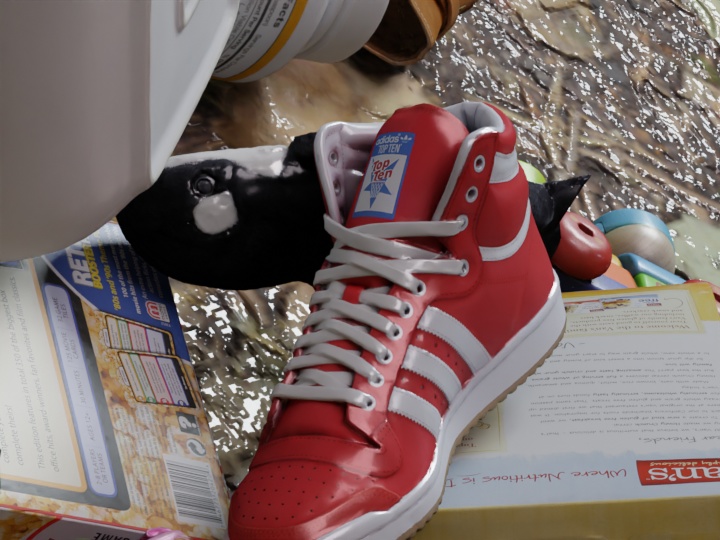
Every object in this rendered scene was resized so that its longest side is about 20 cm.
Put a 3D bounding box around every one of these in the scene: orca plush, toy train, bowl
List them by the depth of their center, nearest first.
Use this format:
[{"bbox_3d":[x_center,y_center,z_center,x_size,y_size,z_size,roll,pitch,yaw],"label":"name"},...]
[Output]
[{"bbox_3d":[-0.091,-0.116,1.040,0.074,0.200,0.200,10,36,9],"label":"bowl"},{"bbox_3d":[0.000,0.000,1.134,0.199,0.105,0.071,9,67,-45],"label":"orca plush"},{"bbox_3d":[0.064,-0.009,1.275,0.199,0.085,0.116,26,27,-21],"label":"toy train"}]

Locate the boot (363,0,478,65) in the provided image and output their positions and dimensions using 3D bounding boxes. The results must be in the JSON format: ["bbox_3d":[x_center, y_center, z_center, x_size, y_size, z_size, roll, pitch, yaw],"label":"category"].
[{"bbox_3d":[-0.019,-0.191,1.395,0.200,0.074,0.155,36,35,-7],"label":"boot"}]

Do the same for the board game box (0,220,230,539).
[{"bbox_3d":[-0.148,0.036,1.040,0.199,0.046,0.152,14,42,-35],"label":"board game box"}]

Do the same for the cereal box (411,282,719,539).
[{"bbox_3d":[0.072,0.061,1.122,0.143,0.040,0.200,-3,22,2],"label":"cereal box"}]

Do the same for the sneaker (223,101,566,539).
[{"bbox_3d":[0.004,0.016,1.031,0.200,0.071,0.113,-48,133,-47],"label":"sneaker"}]

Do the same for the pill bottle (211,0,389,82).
[{"bbox_3d":[-0.085,-0.140,1.241,0.199,0.109,0.110,9,46,-39],"label":"pill bottle"}]

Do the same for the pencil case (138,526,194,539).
[{"bbox_3d":[-0.035,0.178,0.964,0.200,0.083,0.086,50,28,14],"label":"pencil case"}]
